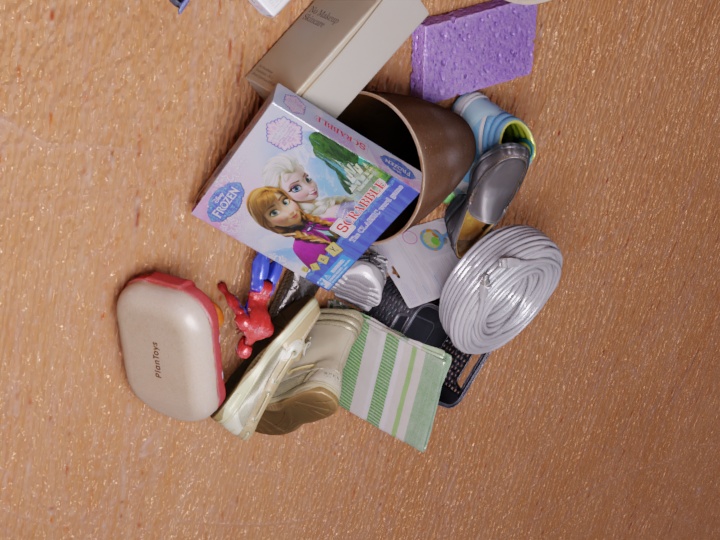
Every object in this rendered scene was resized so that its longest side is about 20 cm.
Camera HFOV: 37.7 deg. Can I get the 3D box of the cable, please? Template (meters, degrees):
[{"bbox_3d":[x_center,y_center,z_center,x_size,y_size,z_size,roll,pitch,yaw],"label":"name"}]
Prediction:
[{"bbox_3d":[0.193,0.028,1.468,0.199,0.069,0.201,-16,139,-42],"label":"cable"}]

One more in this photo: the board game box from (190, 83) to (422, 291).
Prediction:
[{"bbox_3d":[-0.065,-0.090,1.231,0.199,0.041,0.200,29,129,-17],"label":"board game box"}]

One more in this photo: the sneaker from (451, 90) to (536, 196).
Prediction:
[{"bbox_3d":[0.186,-0.139,1.471,0.079,0.130,0.201,-29,132,-24],"label":"sneaker"}]

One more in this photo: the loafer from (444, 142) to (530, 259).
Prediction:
[{"bbox_3d":[0.172,-0.091,1.406,0.072,0.073,0.200,10,145,-12],"label":"loafer"}]

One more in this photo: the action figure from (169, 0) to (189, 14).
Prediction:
[{"bbox_3d":[-0.155,-0.361,1.052,0.193,0.105,0.201,26,90,-20],"label":"action figure"}]

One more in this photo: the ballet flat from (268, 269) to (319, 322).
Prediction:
[{"bbox_3d":[-0.075,0.010,1.412,0.067,0.046,0.201,24,93,-23],"label":"ballet flat"}]

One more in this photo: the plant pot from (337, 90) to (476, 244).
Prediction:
[{"bbox_3d":[0.059,-0.145,1.346,0.200,0.186,0.188,-21,128,-50],"label":"plant pot"}]

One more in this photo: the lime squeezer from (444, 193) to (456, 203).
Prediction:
[{"bbox_3d":[0.105,-0.097,1.481,0.199,0.038,0.071,5,93,-29],"label":"lime squeezer"}]

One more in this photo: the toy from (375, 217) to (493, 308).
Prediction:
[{"bbox_3d":[0.117,-0.013,1.524,0.199,0.115,0.047,-19,158,-28],"label":"toy"}]

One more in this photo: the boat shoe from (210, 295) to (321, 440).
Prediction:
[{"bbox_3d":[-0.110,0.122,1.354,0.063,0.073,0.201,40,79,-18],"label":"boat shoe"}]

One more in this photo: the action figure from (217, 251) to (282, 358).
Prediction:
[{"bbox_3d":[-0.139,0.012,1.350,0.065,0.099,0.201,22,78,-42],"label":"action figure"}]

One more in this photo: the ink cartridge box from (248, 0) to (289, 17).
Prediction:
[{"bbox_3d":[-0.111,-0.404,1.142,0.163,0.057,0.200,-48,115,-5],"label":"ink cartridge box"}]

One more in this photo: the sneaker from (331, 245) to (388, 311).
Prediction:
[{"bbox_3d":[0.000,0.000,1.400,0.074,0.200,0.082,23,83,-2],"label":"sneaker"}]

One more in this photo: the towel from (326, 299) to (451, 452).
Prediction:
[{"bbox_3d":[0.024,0.141,1.461,0.023,0.199,0.153,-21,130,-54],"label":"towel"}]

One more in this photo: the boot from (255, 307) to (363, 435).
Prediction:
[{"bbox_3d":[-0.086,0.134,1.430,0.073,0.200,0.156,40,49,-25],"label":"boot"}]

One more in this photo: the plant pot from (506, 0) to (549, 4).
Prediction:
[{"bbox_3d":[0.266,-0.435,1.336,0.183,0.200,0.201,-11,122,-48],"label":"plant pot"}]

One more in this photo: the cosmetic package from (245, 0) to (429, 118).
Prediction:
[{"bbox_3d":[-0.028,-0.264,1.240,0.200,0.103,0.073,-50,135,-5],"label":"cosmetic package"}]

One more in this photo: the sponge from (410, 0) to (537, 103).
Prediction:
[{"bbox_3d":[0.154,-0.299,1.421,0.199,0.030,0.112,-21,127,-29],"label":"sponge"}]

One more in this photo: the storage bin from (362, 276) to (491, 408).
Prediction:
[{"bbox_3d":[0.090,0.109,1.567,0.200,0.094,0.136,25,97,-46],"label":"storage bin"}]

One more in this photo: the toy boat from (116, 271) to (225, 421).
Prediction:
[{"bbox_3d":[-0.214,0.083,1.300,0.131,0.130,0.201,-47,144,-51],"label":"toy boat"}]
